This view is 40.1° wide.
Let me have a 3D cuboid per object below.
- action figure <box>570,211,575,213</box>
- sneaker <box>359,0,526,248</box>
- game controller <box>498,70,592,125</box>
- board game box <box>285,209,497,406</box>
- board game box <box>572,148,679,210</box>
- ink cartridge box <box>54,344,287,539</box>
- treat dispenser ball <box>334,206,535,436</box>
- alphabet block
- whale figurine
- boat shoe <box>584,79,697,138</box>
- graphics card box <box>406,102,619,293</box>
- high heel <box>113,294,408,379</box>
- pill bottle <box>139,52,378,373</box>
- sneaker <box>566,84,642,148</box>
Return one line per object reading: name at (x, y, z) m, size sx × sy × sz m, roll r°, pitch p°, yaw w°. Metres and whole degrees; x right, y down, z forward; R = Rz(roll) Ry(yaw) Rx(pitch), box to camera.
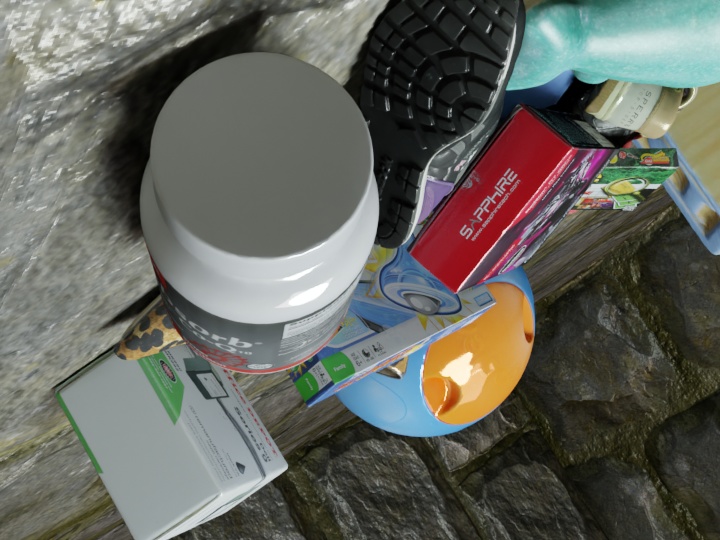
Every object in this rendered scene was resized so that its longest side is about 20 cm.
action figure at (0.219, -0.091, 1.119) m, size 0.099 × 0.066 × 0.199 m, roll -29°, pitch 174°, yaw 33°
sneaker at (0.048, -0.102, 0.561) m, size 0.087 × 0.076 × 0.200 m, roll -39°, pitch 169°, yaw -33°
game controller at (0.115, -0.132, 0.693) m, size 0.199 × 0.042 × 0.104 m, roll -26°, pitch 167°, yaw -38°
board game box at (0.000, 0.000, 0.695) m, size 0.199 × 0.136 × 0.034 m, roll -21°, pitch 164°, yaw -50°
board game box at (0.171, -0.081, 0.885) m, size 0.198 × 0.024 × 0.105 m, roll -1°, pitch 160°, yaw -7°
ink cartridge box at (-0.155, 0.141, 0.855) m, size 0.084 × 0.147 × 0.200 m, roll -34°, pitch 170°, yaw 6°
treat dispenser ball at (0.054, 0.044, 0.872) m, size 0.200 × 0.202 × 0.201 m, roll -31°, pitch 170°, yaw -6°
alphabet block at (0.430, -0.157, 1.082) m, size 0.199 × 0.197 × 0.195 m, roll -34°, pitch 171°, yaw 7°
whale figurine at (0.174, -0.152, 0.595) m, size 0.199 × 0.104 × 0.159 m, roll -27°, pitch 165°, yaw -23°
boat shoe at (0.231, -0.150, 0.770) m, size 0.200 × 0.066 × 0.074 m, roll -46°, pitch 169°, yaw -50°
graphics card box at (0.118, -0.055, 0.718) m, size 0.126 × 0.051 × 0.200 m, roll -53°, pitch 167°, yaw 19°
high heel at (-0.066, 0.054, 0.720) m, size 0.199 × 0.143 × 0.071 m, roll -30°, pitch 171°, yaw -15°
pill bottle at (-0.052, -0.021, 0.502) m, size 0.115 × 0.116 × 0.200 m, roll -30°, pitch 169°, yaw -14°
sneaker at (0.216, -0.127, 0.935) m, size 0.097 × 0.071 × 0.201 m, roll -27°, pitch 170°, yaw -8°
